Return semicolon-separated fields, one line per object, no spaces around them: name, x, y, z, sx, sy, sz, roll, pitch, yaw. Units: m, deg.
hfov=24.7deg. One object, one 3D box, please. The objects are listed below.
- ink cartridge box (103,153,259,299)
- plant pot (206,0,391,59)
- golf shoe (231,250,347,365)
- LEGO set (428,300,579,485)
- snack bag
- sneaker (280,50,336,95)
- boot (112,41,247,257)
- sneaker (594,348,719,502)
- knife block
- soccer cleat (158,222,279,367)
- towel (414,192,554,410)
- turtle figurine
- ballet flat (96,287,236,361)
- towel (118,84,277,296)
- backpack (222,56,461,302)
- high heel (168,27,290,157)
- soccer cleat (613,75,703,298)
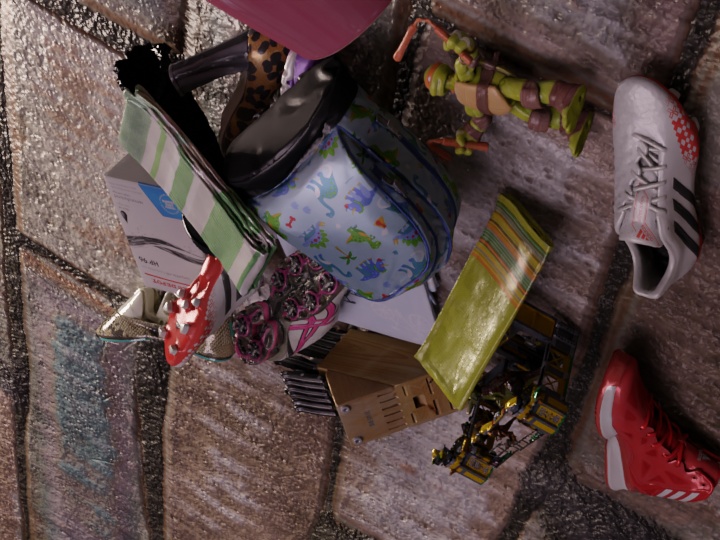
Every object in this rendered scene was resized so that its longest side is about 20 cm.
ink cartridge box;-0.196;-0.035;1.832;0.116;0.068;0.200;13;136;33
plant pot;-0.065;-0.281;1.374;0.179;0.200;0.200;41;147;-27
golf shoe;-0.055;0.030;1.743;0.200;0.092;0.073;-42;64;44
LEGO set;0.119;0.110;1.619;0.116;0.154;0.200;29;150;-13
snack bag;0.000;0.000;1.723;0.188;0.021;0.200;14;143;31
sneaker;-0.013;-0.142;1.556;0.088;0.081;0.200;9;139;27
boot;-0.176;-0.125;1.643;0.198;0.073;0.162;-114;-2;-45
sneaker;0.295;0.153;1.592;0.115;0.078;0.200;12;147;23
knife block;0.010;0.105;1.809;0.176;0.200;0.064;-110;1;-54
soccer cleat;-0.148;0.021;1.769;0.069;0.085;0.200;44;113;52
towel;0.115;0.030;1.557;0.086;0.018;0.200;54;128;43
turtle figurine;0.120;-0.148;1.433;0.161;0.064;0.200;19;151;21
ballet flat;-0.232;0.057;1.976;0.200;0.068;0.075;9;111;29
towel;-0.157;-0.072;1.539;0.200;0.023;0.153;49;161;5
backpack;-0.003;-0.068;1.494;0.200;0.154;0.163;33;127;-32
high heel;-0.078;-0.161;1.617;0.143;0.071;0.200;-20;139;19
soccer cleat;0.243;-0.067;1.372;0.069;0.085;0.200;13;135;33
